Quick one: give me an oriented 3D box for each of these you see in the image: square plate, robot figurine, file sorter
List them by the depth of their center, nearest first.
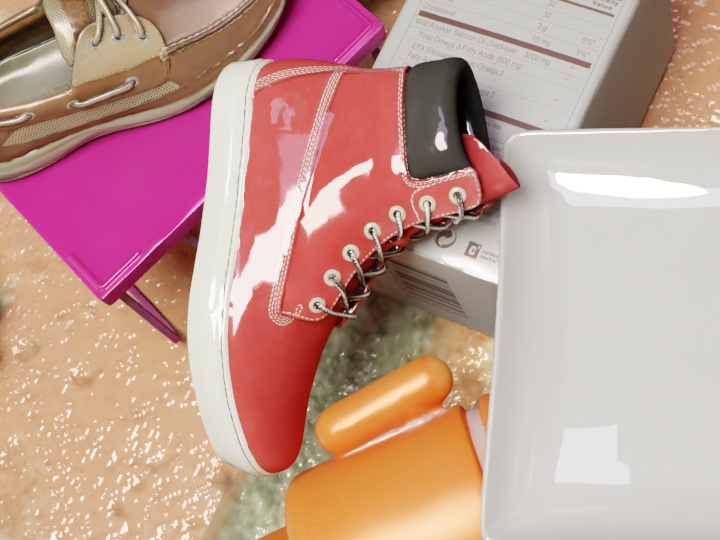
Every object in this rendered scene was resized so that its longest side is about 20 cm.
[{"bbox_3d":[0.158,0.029,0.652,0.200,0.028,0.198,0,69,15],"label":"square plate"},{"bbox_3d":[0.042,0.131,0.722,0.200,0.117,0.144,-24,54,6],"label":"robot figurine"},{"bbox_3d":[-0.090,-0.080,0.828,0.200,0.125,0.139,-45,67,-3],"label":"file sorter"}]

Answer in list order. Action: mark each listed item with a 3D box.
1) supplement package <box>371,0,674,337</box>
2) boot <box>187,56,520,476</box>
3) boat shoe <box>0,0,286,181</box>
[{"bbox_3d":[0.075,-0.080,0.789,0.117,0.117,0.200,21,76,22],"label":"supplement package"},{"bbox_3d":[0.000,0.000,0.690,0.144,0.072,0.200,3,88,21],"label":"boot"},{"bbox_3d":[-0.128,-0.111,0.741,0.200,0.072,0.076,-31,67,3],"label":"boat shoe"}]
